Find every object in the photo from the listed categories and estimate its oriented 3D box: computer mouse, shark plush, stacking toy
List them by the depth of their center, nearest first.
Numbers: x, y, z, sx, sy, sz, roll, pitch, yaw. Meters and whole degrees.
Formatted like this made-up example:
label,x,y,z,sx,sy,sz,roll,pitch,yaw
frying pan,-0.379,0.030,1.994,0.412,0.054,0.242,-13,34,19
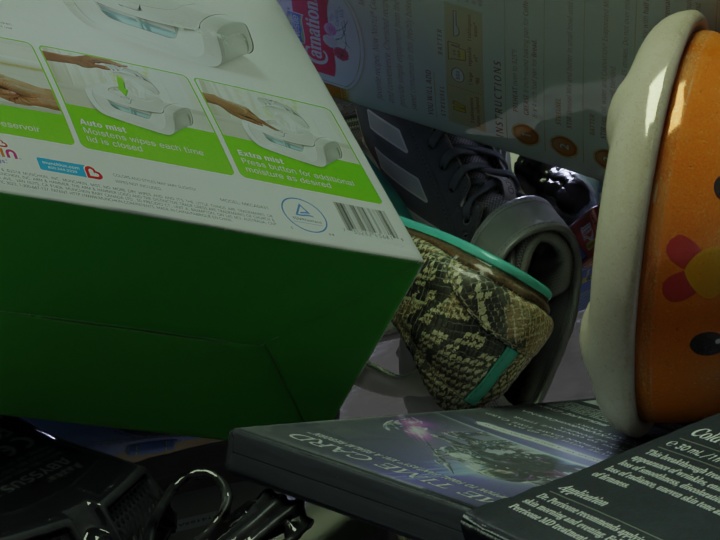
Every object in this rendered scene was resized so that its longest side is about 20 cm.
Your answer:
label,x,y,z,sx,sy,sz,roll,pitch,yaw
computer mouse,-0.124,0.092,0.972,0.138,0.053,0.199,-22,29,-39
stacking toy,0.181,-0.005,0.996,0.199,0.147,0.146,8,21,14
shark plush,0.102,-0.041,1.285,0.083,0.092,0.200,9,-10,8

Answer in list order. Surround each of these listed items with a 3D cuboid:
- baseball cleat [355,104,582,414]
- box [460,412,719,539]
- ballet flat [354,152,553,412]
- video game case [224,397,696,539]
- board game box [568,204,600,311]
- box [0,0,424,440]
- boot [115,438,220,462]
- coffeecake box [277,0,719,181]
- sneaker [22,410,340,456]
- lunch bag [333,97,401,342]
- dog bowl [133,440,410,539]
label,x,y,z,sx,sy,sz,roll,pitch,yaw
baseball cleat,0.049,-0.032,1.183,0.069,0.202,0.106,-3,-13,-29
box,0.158,0.103,0.800,0.181,0.105,0.200,-21,18,-20
ballet flat,0.000,0.000,1.119,0.076,0.068,0.200,-56,36,5
video game case,0.074,0.070,0.982,0.142,0.019,0.199,15,13,42
board game box,0.118,-0.011,1.232,0.102,0.020,0.200,-19,-7,-15
box,-0.106,-0.040,1.038,0.199,0.097,0.177,8,36,-34
boot,-0.106,0.036,1.188,0.144,0.071,0.201,41,49,17
coffeecake box,0.068,-0.119,1.108,0.199,0.154,0.073,18,52,19
sneaker,-0.104,0.038,1.109,0.199,0.083,0.074,16,23,-22
lunch bag,0.013,-0.072,1.401,0.138,0.169,0.200,-10,17,17
dog bowl,-0.055,0.119,1.008,0.199,0.059,0.200,-12,16,3
